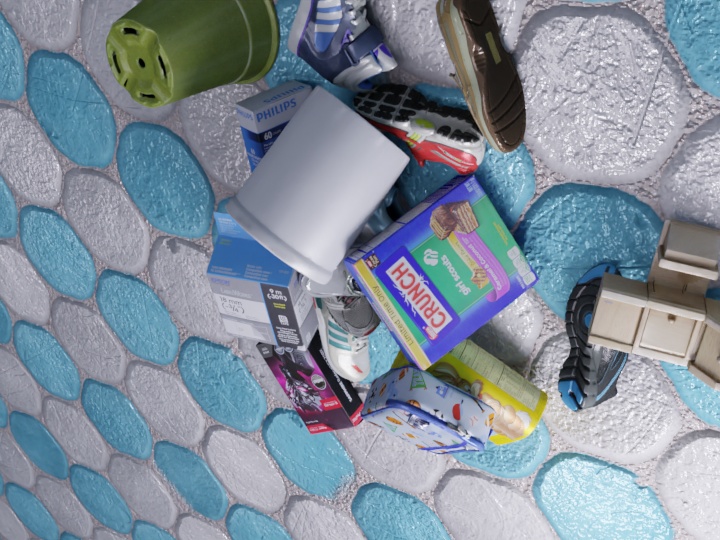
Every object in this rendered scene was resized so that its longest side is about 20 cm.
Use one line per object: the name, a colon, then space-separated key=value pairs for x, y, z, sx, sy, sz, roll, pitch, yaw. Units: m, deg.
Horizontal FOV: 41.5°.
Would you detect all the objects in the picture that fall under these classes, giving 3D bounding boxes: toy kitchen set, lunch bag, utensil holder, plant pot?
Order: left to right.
plant pot: x=-0.246 y=-0.319 z=1.320 sx=0.198 sy=0.190 sz=0.203 roll=22 pitch=133 yaw=26
utensil holder: x=-0.053 y=-0.112 z=1.244 sx=0.169 sy=0.170 sz=0.201 roll=39 pitch=96 yaw=9
lunch bag: x=0.095 y=0.202 z=1.320 sx=0.159 sy=0.077 sz=0.200 roll=30 pitch=162 yaw=-11
toy kitchen set: x=0.372 y=0.058 z=1.075 sx=0.196 sy=0.181 sz=0.166 roll=13 pitch=117 yaw=10

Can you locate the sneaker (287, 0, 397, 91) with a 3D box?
sneaker: x=-0.002 y=-0.323 z=1.208 sx=0.145 sy=0.081 sz=0.201 roll=32 pitch=133 yaw=4

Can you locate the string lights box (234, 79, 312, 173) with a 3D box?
string lights box: x=-0.105 y=-0.159 z=1.378 sx=0.059 sy=0.102 sz=0.203 roll=30 pitch=139 yaw=50

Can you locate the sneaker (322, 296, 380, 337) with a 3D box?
sneaker: x=-0.041 y=0.014 z=1.427 sx=0.077 sy=0.082 sz=0.201 roll=-37 pitch=73 yaw=5

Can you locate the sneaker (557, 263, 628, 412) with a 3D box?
sneaker: x=0.315 y=0.085 z=1.255 sx=0.073 sy=0.081 sz=0.204 roll=37 pitch=125 yaw=52

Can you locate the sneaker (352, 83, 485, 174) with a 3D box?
sneaker: x=0.072 y=-0.179 z=1.252 sx=0.198 sy=0.077 sz=0.086 roll=28 pitch=144 yaw=24

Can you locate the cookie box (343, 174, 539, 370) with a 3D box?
cookie box: x=0.106 y=0.001 z=1.257 sx=0.172 sy=0.199 sz=0.075 roll=55 pitch=173 yaw=-9

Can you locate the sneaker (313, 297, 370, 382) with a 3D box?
sneaker: x=-0.015 y=0.094 z=1.521 sx=0.092 sy=0.070 sz=0.203 roll=2 pitch=118 yaw=44

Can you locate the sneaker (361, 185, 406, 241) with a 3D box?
sneaker: x=0.012 y=-0.113 z=1.355 sx=0.082 sy=0.074 sz=0.200 roll=-35 pitch=105 yaw=33

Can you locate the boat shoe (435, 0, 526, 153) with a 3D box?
boat shoe: x=0.143 y=-0.241 z=1.160 sx=0.076 sy=0.071 sz=0.203 roll=4 pitch=116 yaw=54

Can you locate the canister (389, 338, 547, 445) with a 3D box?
canister: x=0.156 y=0.164 z=1.379 sx=0.198 sy=0.087 sz=0.149 roll=34 pitch=157 yaw=-5

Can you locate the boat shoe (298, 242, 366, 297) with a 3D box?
boat shoe: x=0.000 y=0.000 z=1.335 sx=0.197 sy=0.067 sz=0.074 roll=-20 pitch=120 yaw=17

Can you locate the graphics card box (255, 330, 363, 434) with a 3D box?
graphics card box: x=-0.085 y=0.189 z=1.665 sx=0.124 sy=0.051 sz=0.202 roll=-16 pitch=108 yaw=45

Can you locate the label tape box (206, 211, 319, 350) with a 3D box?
label tape box: x=-0.151 y=0.019 z=1.421 sx=0.142 sy=0.064 sz=0.202 roll=9 pitch=135 yaw=22
